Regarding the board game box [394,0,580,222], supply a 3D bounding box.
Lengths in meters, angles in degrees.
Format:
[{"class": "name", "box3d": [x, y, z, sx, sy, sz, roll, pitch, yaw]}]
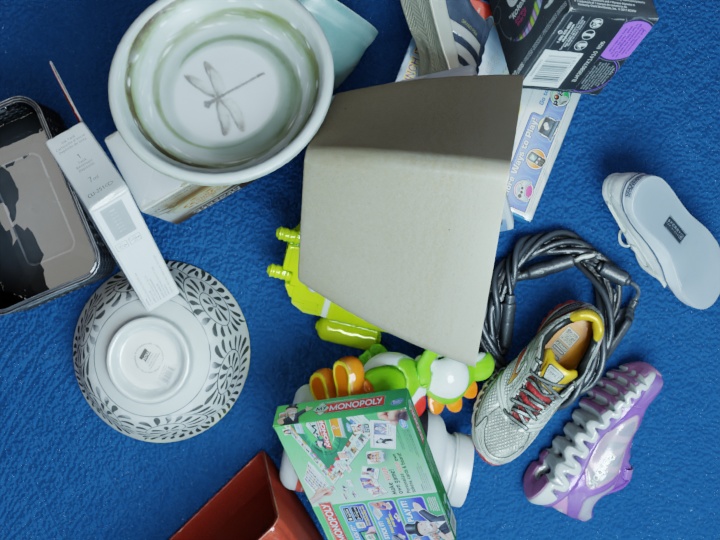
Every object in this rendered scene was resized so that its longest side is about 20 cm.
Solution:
[{"class": "board game box", "box3d": [0.131, -0.182, 1.102, 0.194, 0.056, 0.202, 23, 90, -2]}]

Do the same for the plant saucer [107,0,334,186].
[{"class": "plant saucer", "box3d": [-0.120, -0.160, 0.887, 0.197, 0.050, 0.203, -1, 71, 2]}]

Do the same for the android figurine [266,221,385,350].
[{"class": "android figurine", "box3d": [0.000, 0.000, 1.078, 0.197, 0.041, 0.184, 15, 118, -9]}]

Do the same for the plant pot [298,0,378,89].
[{"class": "plant pot", "box3d": [-0.099, -0.233, 1.028, 0.198, 0.200, 0.135, 29, 98, -3]}]

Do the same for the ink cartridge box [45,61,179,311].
[{"class": "ink cartridge box", "box3d": [-0.256, -0.076, 0.987, 0.044, 0.201, 0.177, -31, 63, -12]}]

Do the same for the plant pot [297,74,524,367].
[{"class": "plant pot", "box3d": [0.043, -0.062, 0.918, 0.174, 0.201, 0.202, 9, 124, 7]}]

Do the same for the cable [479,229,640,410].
[{"class": "cable", "box3d": [0.206, 0.057, 1.113, 0.162, 0.051, 0.201, 36, 90, -3]}]

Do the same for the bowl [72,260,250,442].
[{"class": "bowl", "box3d": [-0.220, 0.092, 1.074, 0.197, 0.094, 0.204, 0, 92, -2]}]

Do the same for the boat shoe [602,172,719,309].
[{"class": "boat shoe", "box3d": [0.324, -0.036, 1.107, 0.202, 0.086, 0.075, 41, 84, -31]}]

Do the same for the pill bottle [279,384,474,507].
[{"class": "pill bottle", "box3d": [0.017, 0.195, 1.077, 0.197, 0.112, 0.114, 12, 91, -3]}]

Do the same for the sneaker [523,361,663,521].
[{"class": "sneaker", "box3d": [0.271, 0.194, 1.110, 0.088, 0.081, 0.201, 37, 94, -9]}]

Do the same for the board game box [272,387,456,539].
[{"class": "board game box", "box3d": [0.009, 0.204, 0.994, 0.133, 0.029, 0.202, -9, 127, 15]}]

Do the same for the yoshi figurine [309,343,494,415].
[{"class": "yoshi figurine", "box3d": [0.049, 0.090, 1.041, 0.198, 0.112, 0.113, -9, 127, -31]}]

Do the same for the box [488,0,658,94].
[{"class": "box", "box3d": [0.201, -0.297, 1.021, 0.105, 0.123, 0.202, 1, 61, -22]}]

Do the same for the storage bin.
[{"class": "storage bin", "box3d": [-0.359, -0.067, 1.065, 0.134, 0.094, 0.202, -22, 91, -2]}]

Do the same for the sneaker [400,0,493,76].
[{"class": "sneaker", "box3d": [0.104, -0.219, 1.040, 0.084, 0.075, 0.203, -18, 105, -29]}]

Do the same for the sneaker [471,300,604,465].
[{"class": "sneaker", "box3d": [0.184, 0.114, 1.049, 0.077, 0.082, 0.201, 34, 87, 2]}]

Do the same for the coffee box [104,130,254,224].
[{"class": "coffee box", "box3d": [-0.172, -0.113, 1.017, 0.113, 0.200, 0.080, -29, 90, -1]}]

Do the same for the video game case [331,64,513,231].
[{"class": "video game case", "box3d": [0.051, -0.106, 1.034, 0.180, 0.022, 0.201, -9, 132, 15]}]

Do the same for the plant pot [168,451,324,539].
[{"class": "plant pot", "box3d": [-0.107, 0.346, 1.042, 0.200, 0.200, 0.176, -43, 103, -1]}]
